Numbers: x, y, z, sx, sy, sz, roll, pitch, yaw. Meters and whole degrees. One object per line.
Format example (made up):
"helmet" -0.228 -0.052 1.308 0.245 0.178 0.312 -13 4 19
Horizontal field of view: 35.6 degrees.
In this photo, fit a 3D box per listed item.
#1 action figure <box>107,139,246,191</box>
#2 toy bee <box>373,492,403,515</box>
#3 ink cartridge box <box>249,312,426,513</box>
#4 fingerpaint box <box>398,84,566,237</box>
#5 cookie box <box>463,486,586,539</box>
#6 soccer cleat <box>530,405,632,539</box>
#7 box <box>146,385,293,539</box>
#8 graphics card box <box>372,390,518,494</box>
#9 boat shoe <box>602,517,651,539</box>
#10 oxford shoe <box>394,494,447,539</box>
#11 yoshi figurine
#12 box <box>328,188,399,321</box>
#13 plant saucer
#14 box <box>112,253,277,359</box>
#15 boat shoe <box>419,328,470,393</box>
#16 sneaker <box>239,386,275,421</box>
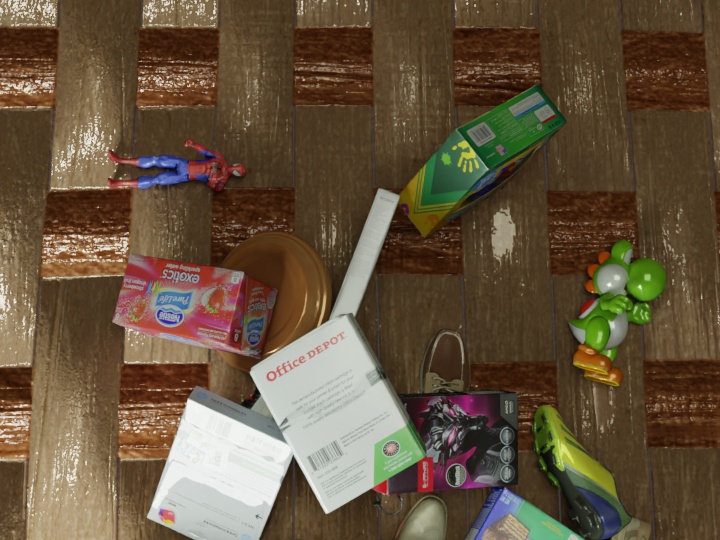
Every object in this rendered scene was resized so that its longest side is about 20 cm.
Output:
"action figure" -0.261 -0.149 1.591 0.196 0.099 0.067 0 79 -6
"toy bee" -0.014 0.227 1.505 0.200 0.108 0.132 47 115 27
"ink cartridge box" -0.026 0.172 1.393 0.144 0.084 0.202 -29 87 4
"fingerpaint box" 0.167 -0.150 1.536 0.199 0.167 0.074 -32 80 -42
"cookie box" 0.207 0.423 1.504 0.170 0.075 0.202 32 79 3
"soccer cleat" 0.301 0.273 1.537 0.082 0.065 0.202 -10 56 -24
"box" -0.182 0.272 1.478 0.154 0.041 0.203 23 113 3
"graphics card box" 0.114 0.226 1.484 0.197 0.051 0.128 1 88 -22
"boat shoe" 0.348 0.432 1.512 0.063 0.071 0.203 17 77 1
"oxford shoe" 0.071 0.399 1.502 0.070 0.074 0.203 20 78 1
"yoshi figurine" 0.374 0.057 1.581 0.110 0.112 0.203 22 75 -14
"box" 0.000 0.000 1.547 0.036 0.144 0.203 22 77 1
"plant saucer" -0.133 0.042 1.540 0.197 0.037 0.204 -7 73 25
"box" -0.223 0.047 1.508 0.197 0.095 0.101 9 80 29
"boat shoe" 0.116 0.180 1.552 0.074 0.072 0.204 7 78 -2
"sneaker" -0.115 0.201 1.505 0.093 0.071 0.201 32 113 -12
